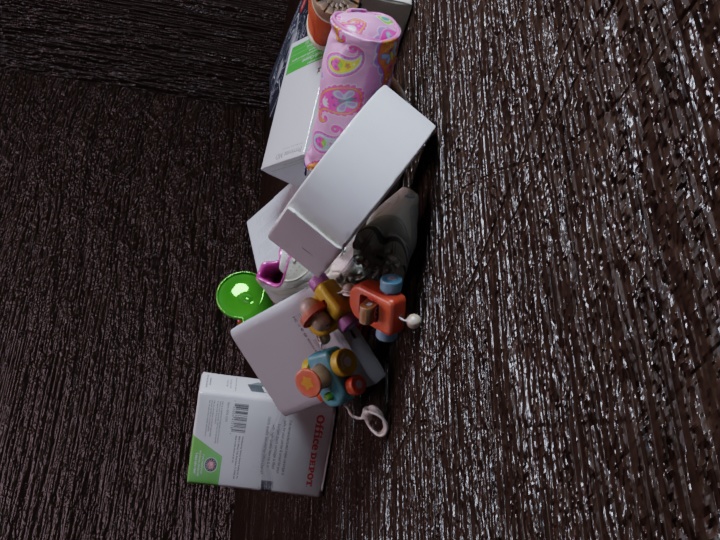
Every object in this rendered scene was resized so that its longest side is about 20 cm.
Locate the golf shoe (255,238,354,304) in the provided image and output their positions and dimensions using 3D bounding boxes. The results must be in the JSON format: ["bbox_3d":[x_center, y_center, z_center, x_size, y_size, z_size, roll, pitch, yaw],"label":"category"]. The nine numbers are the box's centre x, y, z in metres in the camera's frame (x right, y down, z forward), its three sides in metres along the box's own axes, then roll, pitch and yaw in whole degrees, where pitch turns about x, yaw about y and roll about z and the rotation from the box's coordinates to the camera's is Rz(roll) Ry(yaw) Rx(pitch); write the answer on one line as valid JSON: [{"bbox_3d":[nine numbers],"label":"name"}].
[{"bbox_3d":[-0.048,-0.007,1.153,0.200,0.091,0.076,-33,30,33],"label":"golf shoe"}]

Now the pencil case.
[{"bbox_3d":[-0.013,-0.197,1.080,0.088,0.087,0.201,-95,15,-51],"label":"pencil case"}]

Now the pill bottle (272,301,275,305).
[{"bbox_3d":[-0.065,0.073,1.292,0.200,0.114,0.115,-98,19,-58],"label":"pill bottle"}]

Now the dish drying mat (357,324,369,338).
[{"bbox_3d":[0.000,0.000,1.255,0.200,0.018,0.077,-96,18,-53],"label":"dish drying mat"}]

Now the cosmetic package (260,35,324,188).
[{"bbox_3d":[-0.056,-0.221,1.291,0.107,0.085,0.201,-11,61,49],"label":"cosmetic package"}]

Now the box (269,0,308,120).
[{"bbox_3d":[-0.071,-0.355,1.557,0.182,0.104,0.201,-101,33,-57],"label":"box"}]

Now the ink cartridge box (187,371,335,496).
[{"bbox_3d":[-0.146,0.242,1.386,0.084,0.199,0.146,-114,33,-75],"label":"ink cartridge box"}]

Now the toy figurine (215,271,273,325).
[{"bbox_3d":[-0.129,0.103,1.498,0.184,0.199,0.151,92,-159,-60],"label":"toy figurine"}]

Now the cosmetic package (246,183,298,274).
[{"bbox_3d":[-0.081,-0.061,1.315,0.151,0.052,0.200,-42,29,12],"label":"cosmetic package"}]

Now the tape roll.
[{"bbox_3d":[-0.009,-0.091,0.971,0.203,0.071,0.202,-51,3,4],"label":"tape roll"}]

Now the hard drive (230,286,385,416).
[{"bbox_3d":[-0.069,0.098,1.129,0.200,0.026,0.132,-28,96,50],"label":"hard drive"}]

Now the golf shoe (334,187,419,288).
[{"bbox_3d":[0.028,-0.016,1.033,0.097,0.078,0.200,-61,0,-27],"label":"golf shoe"}]

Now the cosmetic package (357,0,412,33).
[{"bbox_3d":[0.021,-0.392,1.264,0.105,0.071,0.201,112,162,-52],"label":"cosmetic package"}]

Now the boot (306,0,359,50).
[{"bbox_3d":[-0.041,-0.386,1.214,0.107,0.075,0.201,119,156,-68],"label":"boot"}]

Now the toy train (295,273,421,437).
[{"bbox_3d":[-0.015,0.084,0.992,0.150,0.055,0.201,31,127,36],"label":"toy train"}]

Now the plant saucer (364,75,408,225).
[{"bbox_3d":[0.026,-0.149,1.167,0.200,0.036,0.202,-173,90,-81],"label":"plant saucer"}]
